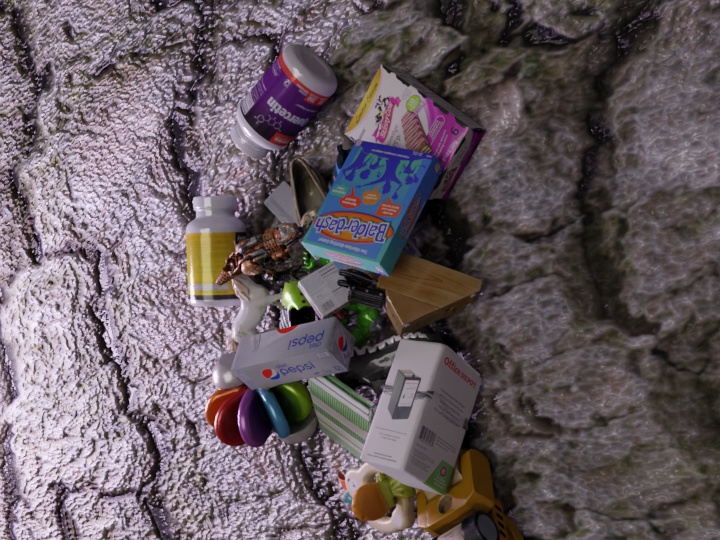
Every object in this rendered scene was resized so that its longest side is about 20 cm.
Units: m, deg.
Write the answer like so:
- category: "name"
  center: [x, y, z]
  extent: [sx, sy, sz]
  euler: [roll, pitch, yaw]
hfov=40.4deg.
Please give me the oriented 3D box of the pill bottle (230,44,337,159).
- category: "pill bottle"
  center: [-0.139, -0.289, 1.710]
  extent: [0.200, 0.112, 0.113]
  euler: [-45, 69, 27]

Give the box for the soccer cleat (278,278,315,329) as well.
- category: "soccer cleat"
  center: [-0.105, 0.101, 1.683]
  extent: [0.200, 0.067, 0.081]
  euler: [91, 165, -47]

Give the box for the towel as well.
- category: "towel"
  center: [-0.024, 0.247, 1.642]
  extent: [0.152, 0.023, 0.200]
  euler: [30, 150, 30]

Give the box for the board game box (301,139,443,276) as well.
- category: "board game box"
  center: [0.019, -0.101, 1.524]
  extent: [0.152, 0.045, 0.200]
  euler: [15, 70, 32]

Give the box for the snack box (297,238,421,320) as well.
- category: "snack box"
  center: [0.000, 0.000, 1.593]
  extent: [0.072, 0.200, 0.024]
  euler: [54, 161, 15]

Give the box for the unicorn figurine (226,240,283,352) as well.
- category: "unicorn figurine"
  center: [-0.184, 0.065, 1.748]
  extent: [0.074, 0.137, 0.201]
  euler: [18, 91, 69]

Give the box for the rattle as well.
- category: "rattle"
  center: [-0.014, 0.379, 1.613]
  extent: [0.200, 0.143, 0.131]
  euler: [5, 116, 46]

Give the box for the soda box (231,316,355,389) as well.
- category: "soda box"
  center: [-0.110, 0.135, 1.589]
  extent: [0.199, 0.063, 0.068]
  euler: [-14, 44, 32]

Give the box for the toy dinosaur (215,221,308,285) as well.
- category: "toy dinosaur"
  center: [-0.168, -0.029, 1.644]
  extent: [0.199, 0.136, 0.103]
  euler: [-5, 83, 36]

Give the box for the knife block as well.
- category: "knife block"
  center: [0.068, 0.004, 1.548]
  extent: [0.199, 0.064, 0.176]
  euler: [-23, 72, -11]

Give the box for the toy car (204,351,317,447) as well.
- category: "toy car"
  center: [-0.183, 0.243, 1.714]
  extent: [0.199, 0.150, 0.175]
  euler: [-4, 119, 29]

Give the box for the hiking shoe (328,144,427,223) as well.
- category: "hiking shoe"
  center: [0.026, -0.137, 1.618]
  extent: [0.200, 0.074, 0.087]
  euler: [25, 125, 30]

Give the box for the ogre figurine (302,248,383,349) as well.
- category: "ogre figurine"
  center: [-0.024, 0.048, 1.660]
  extent: [0.120, 0.098, 0.201]
  euler: [-21, 69, 45]

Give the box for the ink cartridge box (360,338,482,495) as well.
- category: "ink cartridge box"
  center: [0.098, 0.226, 1.512]
  extent: [0.084, 0.145, 0.201]
  euler: [6, 67, 36]

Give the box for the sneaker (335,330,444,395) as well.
- category: "sneaker"
  center: [0.046, 0.158, 1.608]
  extent: [0.199, 0.066, 0.091]
  euler: [-14, 63, 17]

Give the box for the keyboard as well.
- category: "keyboard"
  center: [-0.106, -0.091, 1.716]
  extent: [0.056, 0.011, 0.200]
  euler: [-43, 48, -1]

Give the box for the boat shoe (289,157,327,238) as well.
- category: "boat shoe"
  center: [-0.081, -0.108, 1.662]
  extent: [0.073, 0.063, 0.201]
  euler: [-25, 49, 13]

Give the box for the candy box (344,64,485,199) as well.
- category: "candy box"
  center: [0.086, -0.225, 1.592]
  extent: [0.200, 0.061, 0.137]
  euler: [40, 114, 26]

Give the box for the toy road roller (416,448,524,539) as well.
- category: "toy road roller"
  center: [0.179, 0.398, 1.543]
  extent: [0.123, 0.146, 0.200]
  euler: [-40, 34, 29]

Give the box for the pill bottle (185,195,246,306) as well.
- category: "pill bottle"
  center: [-0.265, -0.036, 1.807]
  extent: [0.112, 0.112, 0.201]
  euler: [0, 93, 34]
